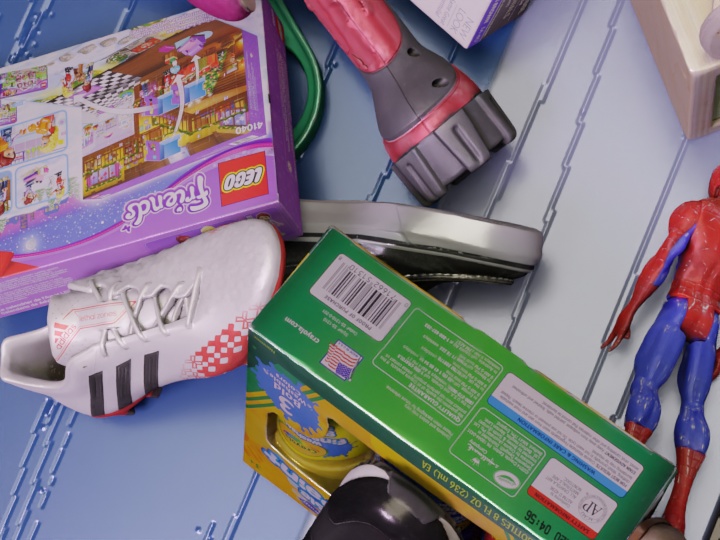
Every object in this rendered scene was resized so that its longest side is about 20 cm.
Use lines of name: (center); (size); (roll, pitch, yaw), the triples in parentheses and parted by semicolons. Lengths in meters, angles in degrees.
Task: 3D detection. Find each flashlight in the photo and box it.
flashlight: (-0.002, -0.130, 1.039); (0.068, 0.068, 0.201); (-40, 93, -34)

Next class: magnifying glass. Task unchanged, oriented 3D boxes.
magnifying glass: (-0.063, -0.154, 1.100); (0.079, 0.022, 0.202); (-5, 78, 8)

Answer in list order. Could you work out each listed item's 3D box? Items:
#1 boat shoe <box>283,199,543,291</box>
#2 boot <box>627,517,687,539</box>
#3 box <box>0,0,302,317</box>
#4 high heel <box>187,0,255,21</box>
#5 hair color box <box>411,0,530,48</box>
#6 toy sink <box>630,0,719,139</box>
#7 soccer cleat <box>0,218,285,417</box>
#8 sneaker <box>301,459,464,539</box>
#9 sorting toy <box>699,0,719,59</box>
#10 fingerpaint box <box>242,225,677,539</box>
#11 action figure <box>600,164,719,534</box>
boat shoe: (0.000, 0.000, 1.045); (0.198, 0.072, 0.072); (3, 88, 20)
boot: (0.178, 0.198, 0.910); (0.146, 0.200, 0.070); (39, 78, 22)
box: (-0.133, -0.060, 1.052); (0.198, 0.039, 0.138); (-14, 58, 14)
high heel: (-0.121, -0.168, 1.047); (0.095, 0.068, 0.200); (-28, 42, -3)
hair color box: (0.021, -0.228, 1.050); (0.200, 0.110, 0.065); (41, 46, 13)
toy sink: (0.242, -0.159, 0.997); (0.198, 0.130, 0.113); (-22, 77, 3)
soccer cleat: (-0.111, 0.025, 0.995); (0.199, 0.085, 0.069); (-29, 56, 47)
sneaker: (-0.016, 0.165, 0.939); (0.070, 0.200, 0.090); (38, 58, 1)
sorting toy: (0.212, -0.208, 0.852); (0.106, 0.180, 0.202); (6, 82, 10)
fingerpaint box: (0.039, 0.096, 0.959); (0.199, 0.167, 0.073); (35, 66, 13)
action figure: (0.166, 0.034, 1.011); (0.065, 0.052, 0.202); (23, 74, -9)
